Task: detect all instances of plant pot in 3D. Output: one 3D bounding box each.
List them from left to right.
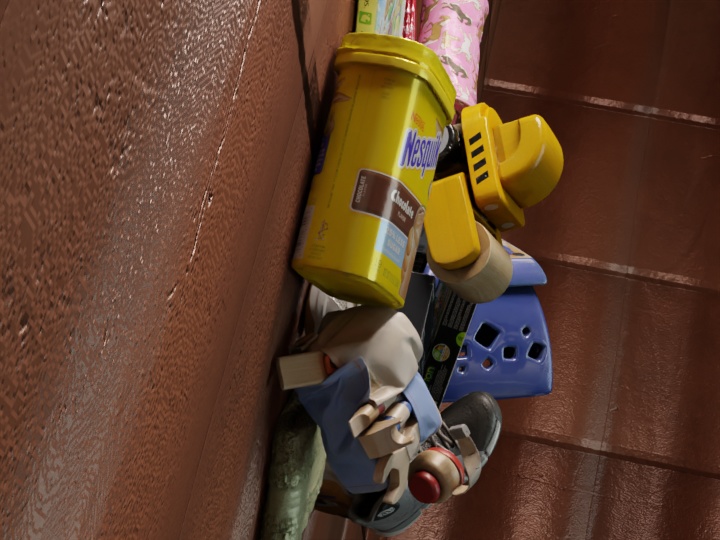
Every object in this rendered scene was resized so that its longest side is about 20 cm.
[{"bbox_3d":[0.128,0.052,1.753,0.200,0.200,0.180,-139,-130,-67],"label":"plant pot"}]

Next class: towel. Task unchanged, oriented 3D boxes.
[{"bbox_3d":[-0.053,0.170,1.261,0.200,0.036,0.149,-61,160,-71],"label":"towel"},{"bbox_3d":[0.043,-0.187,1.472,0.145,0.022,0.200,77,17,-75],"label":"towel"}]

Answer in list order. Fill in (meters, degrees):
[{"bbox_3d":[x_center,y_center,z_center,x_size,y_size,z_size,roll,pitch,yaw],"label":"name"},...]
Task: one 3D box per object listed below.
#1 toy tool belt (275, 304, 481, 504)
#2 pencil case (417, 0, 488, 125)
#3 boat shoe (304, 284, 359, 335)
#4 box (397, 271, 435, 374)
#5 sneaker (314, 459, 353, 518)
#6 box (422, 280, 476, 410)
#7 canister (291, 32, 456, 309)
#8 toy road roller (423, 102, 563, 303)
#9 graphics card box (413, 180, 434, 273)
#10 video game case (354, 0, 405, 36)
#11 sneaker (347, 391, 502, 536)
[{"bbox_3d":[0.005,0.136,1.156,0.123,0.125,0.200,-38,105,-45],"label":"toy tool belt"},{"bbox_3d":[0.101,-0.236,1.532,0.083,0.086,0.200,-44,-150,46],"label":"pencil case"},{"bbox_3d":[0.001,-0.019,1.266,0.071,0.069,0.200,85,16,-62],"label":"boat shoe"},{"bbox_3d":[0.030,0.091,1.439,0.200,0.079,0.141,82,22,-73],"label":"box"},{"bbox_3d":[-0.015,0.233,1.539,0.200,0.075,0.088,84,17,-71],"label":"sneaker"},{"bbox_3d":[0.099,0.068,1.591,0.110,0.035,0.200,-129,-122,-83],"label":"box"},{"bbox_3d":[0.013,-0.079,1.141,0.149,0.086,0.200,41,61,-70],"label":"canister"},{"bbox_3d":[0.140,-0.079,1.406,0.123,0.146,0.200,36,42,-61],"label":"toy road roller"},{"bbox_3d":[0.057,-0.058,1.595,0.200,0.051,0.126,107,-9,-54],"label":"graphics card box"},{"bbox_3d":[0.022,-0.249,1.278,0.200,0.022,0.182,-71,169,-53],"label":"video game case"},{"bbox_3d":[0.063,0.204,1.431,0.200,0.075,0.115,-49,152,7],"label":"sneaker"}]
